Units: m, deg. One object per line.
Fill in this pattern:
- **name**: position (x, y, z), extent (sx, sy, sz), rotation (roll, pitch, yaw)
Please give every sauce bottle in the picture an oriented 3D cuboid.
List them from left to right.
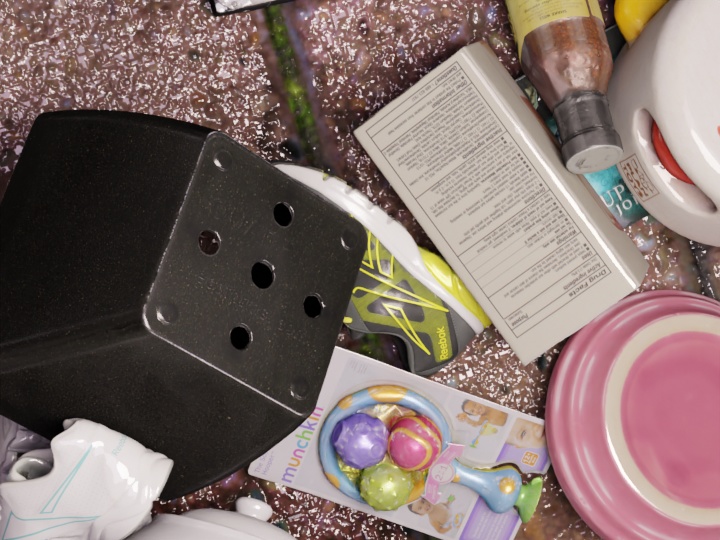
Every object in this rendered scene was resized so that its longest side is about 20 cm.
- **sauce bottle**: position (0.136, -0.163, 1.298), extent (0.066, 0.066, 0.200), rotation (-7, 66, -8)

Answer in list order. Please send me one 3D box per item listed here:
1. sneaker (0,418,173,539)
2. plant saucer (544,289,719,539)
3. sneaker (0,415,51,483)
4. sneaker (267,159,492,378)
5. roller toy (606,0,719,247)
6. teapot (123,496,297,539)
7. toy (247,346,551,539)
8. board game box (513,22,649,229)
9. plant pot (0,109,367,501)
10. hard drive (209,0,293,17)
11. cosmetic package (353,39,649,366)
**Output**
- **sneaker**: position (-0.203, 0.158, 1.212), extent (0.080, 0.070, 0.200), rotation (37, 123, -14)
- **plant saucer**: position (0.231, 0.108, 1.336), extent (0.200, 0.051, 0.201), rotation (4, 76, -18)
- **sneaker**: position (-0.215, 0.090, 1.287), extent (0.075, 0.081, 0.200), rotation (13, 90, -37)
- **sneaker**: position (0.000, 0.000, 1.315), extent (0.200, 0.074, 0.085), rotation (37, 87, -8)
- **roller toy**: position (0.264, -0.112, 1.289), extent (0.200, 0.140, 0.183), rotation (13, 79, -10)
- **teapot**: position (-0.098, 0.221, 1.265), extent (0.200, 0.197, 0.146), rotation (24, 70, -21)
- **toy**: position (0.034, 0.134, 1.322), extent (0.200, 0.047, 0.115), rotation (19, 109, -13)
- **board game box**: position (0.198, -0.111, 1.364), extent (0.200, 0.028, 0.135), rotation (-29, 96, -6)
- **plant pot**: position (-0.114, 0.013, 1.189), extent (0.200, 0.177, 0.200), rotation (33, 63, -30)
- **hard drive**: position (-0.021, -0.266, 1.324), extent (0.200, 0.038, 0.140), rotation (-12, 94, -8)
- **cosmetic package**: position (0.099, -0.049, 1.299), extent (0.103, 0.087, 0.200), rotation (-35, 90, 18)
